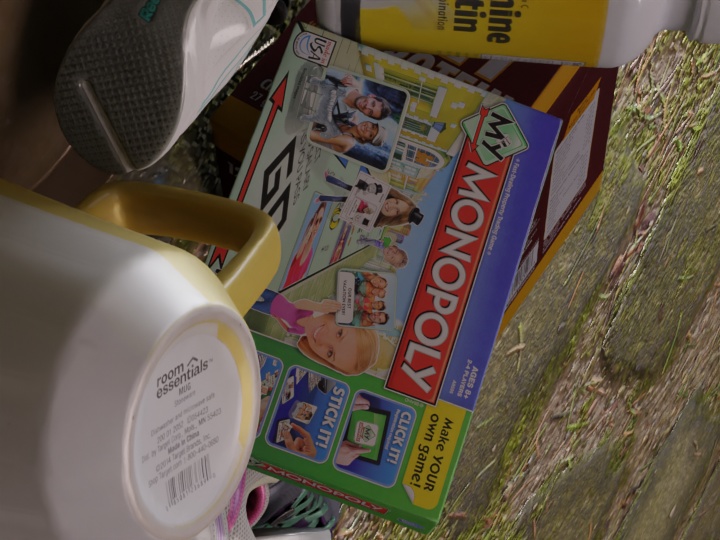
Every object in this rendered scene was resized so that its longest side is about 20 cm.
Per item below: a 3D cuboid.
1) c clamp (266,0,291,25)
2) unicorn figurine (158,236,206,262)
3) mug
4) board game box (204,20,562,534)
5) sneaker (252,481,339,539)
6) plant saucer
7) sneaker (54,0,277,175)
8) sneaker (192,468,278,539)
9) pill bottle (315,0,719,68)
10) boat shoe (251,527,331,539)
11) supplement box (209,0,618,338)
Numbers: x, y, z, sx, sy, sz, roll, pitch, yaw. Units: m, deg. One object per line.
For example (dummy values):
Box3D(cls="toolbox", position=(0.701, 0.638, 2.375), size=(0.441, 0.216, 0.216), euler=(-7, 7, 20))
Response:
Box3D(cls="c clamp", position=(-0.017, -0.198, 0.908), size=(0.201, 0.027, 0.171), euler=(-54, 154, -24))
Box3D(cls="unicorn figurine", position=(-0.155, 0.049, 0.824), size=(0.201, 0.074, 0.137), euler=(-55, 160, 17))
Box3D(cls="mug", position=(-0.114, 0.024, 0.669), size=(0.150, 0.152, 0.188), euler=(52, 55, -53))
Box3D(cls="board game box", position=(0.000, 0.000, 0.821), size=(0.029, 0.133, 0.201), euler=(113, -4, -69))
Box3D(cls="sneaker", position=(-0.036, 0.121, 1.014), size=(0.074, 0.088, 0.200), euler=(-29, -178, 5))
Box3D(cls="plant saucer", position=(-0.141, -0.091, 0.753), size=(0.200, 0.029, 0.201), euler=(-47, 150, -37))
Box3D(cls="sneaker", position=(-0.059, -0.133, 0.750), size=(0.201, 0.070, 0.080), euler=(-55, 175, 30))
Box3D(cls="sneaker", position=(-0.085, 0.086, 0.892), size=(0.081, 0.088, 0.201), euler=(-39, -160, 23))
Box3D(cls="pill bottle", position=(0.081, -0.154, 0.859), size=(0.112, 0.198, 0.113), euler=(4, 90, -87))
Box3D(cls="boat shoe", position=(-0.106, 0.170, 0.911), size=(0.198, 0.071, 0.064), euler=(-10, 87, -19))
Box3D(cls="supplement box", position=(0.035, -0.062, 0.992), size=(0.198, 0.132, 0.201), euler=(-53, 160, -25))
